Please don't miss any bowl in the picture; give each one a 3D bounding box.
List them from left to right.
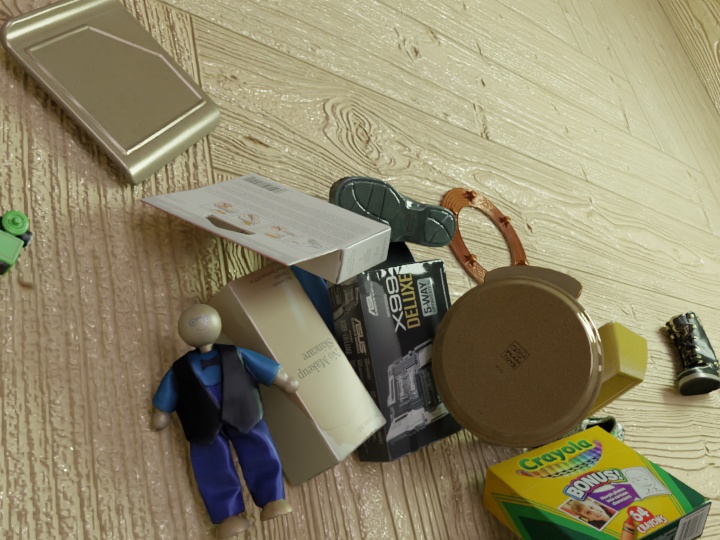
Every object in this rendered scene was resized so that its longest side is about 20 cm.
[{"bbox_3d":[0.000,0.000,0.937,0.199,0.039,0.202,26,45,-30],"label":"bowl"}]

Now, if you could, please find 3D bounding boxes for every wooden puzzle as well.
[{"bbox_3d":[-0.267,-0.206,0.827,0.200,0.037,0.185,50,38,-11],"label":"wooden puzzle"}]

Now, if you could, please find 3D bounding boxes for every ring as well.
[{"bbox_3d":[0.205,-0.050,1.201,0.199,0.019,0.202,27,45,-31],"label":"ring"}]

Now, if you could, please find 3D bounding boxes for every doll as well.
[{"bbox_3d":[-0.119,0.126,0.674,0.135,0.048,0.202,-18,81,-9],"label":"doll"}]

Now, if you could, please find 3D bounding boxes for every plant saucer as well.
[{"bbox_3d":[0.267,0.151,0.930,0.199,0.200,0.049,20,34,-56],"label":"plant saucer"}]

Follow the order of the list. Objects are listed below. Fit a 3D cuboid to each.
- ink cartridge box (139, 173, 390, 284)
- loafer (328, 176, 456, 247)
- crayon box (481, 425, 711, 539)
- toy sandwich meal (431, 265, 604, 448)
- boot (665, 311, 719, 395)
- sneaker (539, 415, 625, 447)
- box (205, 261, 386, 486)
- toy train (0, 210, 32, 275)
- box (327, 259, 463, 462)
[{"bbox_3d":[-0.096,-0.041,0.773,0.199,0.045,0.176,23,27,28],"label":"ink cartridge box"},{"bbox_3d":[0.034,-0.072,0.959,0.199,0.063,0.073,16,93,-37],"label":"loafer"},{"bbox_3d":[0.275,0.272,0.883,0.198,0.059,0.172,-10,26,-32],"label":"crayon box"},{"bbox_3d":[0.172,0.094,0.830,0.070,0.203,0.207,52,17,-69],"label":"toy sandwich meal"},{"bbox_3d":[0.636,0.158,1.440,0.199,0.073,0.152,9,57,-46],"label":"boot"},{"bbox_3d":[0.339,0.237,1.064,0.199,0.088,0.078,2,60,-45],"label":"sneaker"},{"bbox_3d":[-0.072,0.101,0.756,0.201,0.078,0.095,56,38,4],"label":"box"},{"bbox_3d":[-0.368,-0.057,0.606,0.199,0.042,0.057,29,55,-28],"label":"toy train"},{"bbox_3d":[0.048,0.096,0.849,0.157,0.049,0.203,-7,86,-48],"label":"box"}]
